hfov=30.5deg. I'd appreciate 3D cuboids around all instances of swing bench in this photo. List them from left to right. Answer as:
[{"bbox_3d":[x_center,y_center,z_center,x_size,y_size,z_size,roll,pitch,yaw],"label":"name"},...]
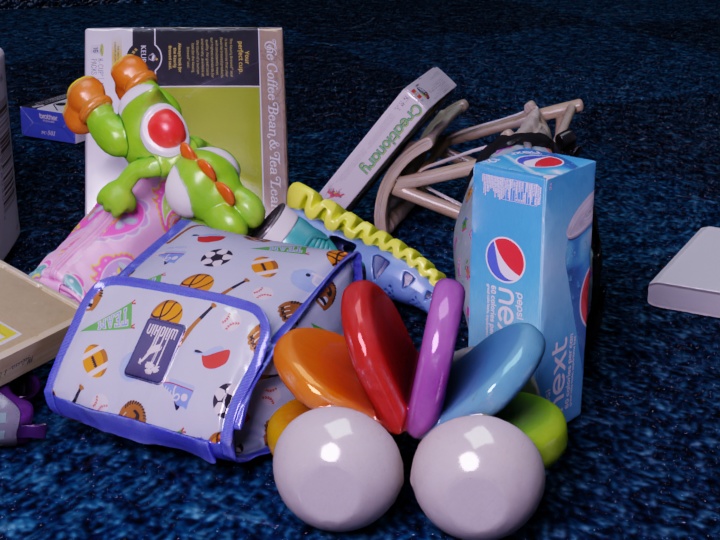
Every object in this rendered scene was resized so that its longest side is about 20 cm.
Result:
[{"bbox_3d":[0.131,-0.108,1.431,0.199,0.130,0.199,5,20,13],"label":"swing bench"}]

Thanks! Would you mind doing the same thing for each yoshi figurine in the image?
[{"bbox_3d":[-0.158,-0.084,1.117,0.200,0.112,0.112,44,16,20],"label":"yoshi figurine"}]

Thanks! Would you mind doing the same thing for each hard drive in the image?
[{"bbox_3d":[0.369,0.003,1.276,0.132,0.026,0.200,10,21,25],"label":"hard drive"}]

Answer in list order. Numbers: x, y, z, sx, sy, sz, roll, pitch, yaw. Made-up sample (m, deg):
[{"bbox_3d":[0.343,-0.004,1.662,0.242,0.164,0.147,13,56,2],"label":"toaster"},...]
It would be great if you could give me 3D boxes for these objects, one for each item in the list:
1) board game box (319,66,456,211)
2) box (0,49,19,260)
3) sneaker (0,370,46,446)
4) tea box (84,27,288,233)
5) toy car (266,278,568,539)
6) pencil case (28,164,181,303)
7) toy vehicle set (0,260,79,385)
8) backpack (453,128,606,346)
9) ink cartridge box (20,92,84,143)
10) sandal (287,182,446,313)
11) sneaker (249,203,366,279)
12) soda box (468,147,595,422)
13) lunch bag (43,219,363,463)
[{"bbox_3d":[0.015,-0.120,1.389,0.035,0.200,0.126,41,26,1],"label":"board game box"},{"bbox_3d":[-0.432,-0.097,1.249,0.171,0.200,0.200,-1,19,-2],"label":"box"},{"bbox_3d":[-0.291,0.078,0.995,0.087,0.075,0.200,3,28,-25],"label":"sneaker"},{"bbox_3d":[-0.171,-0.127,1.316,0.196,0.201,0.134,-1,-10,-6],"label":"tea box"},{"bbox_3d":[0.037,0.077,0.863,0.199,0.150,0.175,3,19,7],"label":"toy car"},{"bbox_3d":[-0.210,-0.030,1.153,0.087,0.088,0.200,11,50,28],"label":"pencil case"},{"bbox_3d":[-0.299,0.041,0.946,0.124,0.027,0.200,27,24,15],"label":"toy vehicle set"},{"bbox_3d":[0.145,-0.014,1.153,0.126,0.167,0.200,-6,31,0],"label":"backpack"},{"bbox_3d":[-0.384,-0.228,1.884,0.094,0.044,0.200,11,21,22],"label":"ink cartridge box"},{"bbox_3d":[0.000,0.000,1.209,0.200,0.087,0.079,29,-4,26],"label":"sandal"},{"bbox_3d":[-0.056,0.016,1.148,0.084,0.121,0.200,-55,8,-21],"label":"sneaker"},{"bbox_3d":[0.123,0.017,0.960,0.064,0.201,0.068,16,25,37],"label":"soda box"},{"bbox_3d":[-0.111,0.056,0.976,0.170,0.124,0.200,11,36,27],"label":"lunch bag"}]
